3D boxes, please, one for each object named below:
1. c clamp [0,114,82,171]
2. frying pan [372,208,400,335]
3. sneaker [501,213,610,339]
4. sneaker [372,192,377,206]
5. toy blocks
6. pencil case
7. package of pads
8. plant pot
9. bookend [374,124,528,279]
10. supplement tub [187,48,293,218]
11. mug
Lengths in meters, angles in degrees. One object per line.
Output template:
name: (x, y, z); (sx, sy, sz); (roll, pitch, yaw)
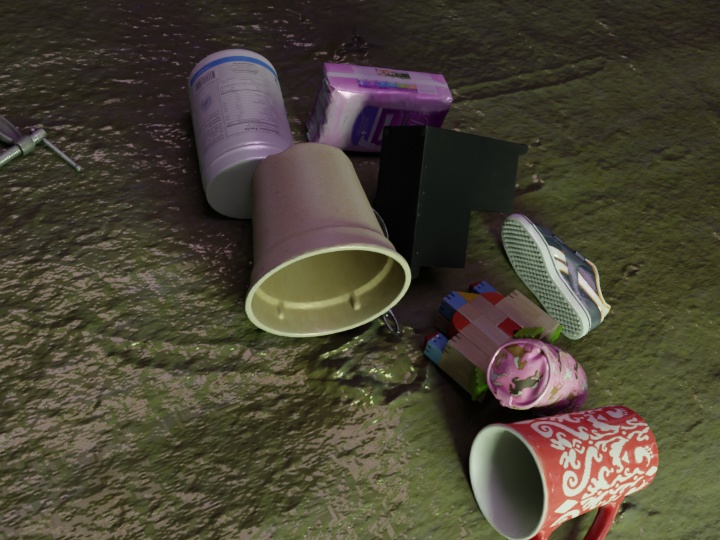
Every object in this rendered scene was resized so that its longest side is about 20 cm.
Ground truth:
c clamp: (-0.480, -0.140, 1.060); (0.171, 0.027, 0.200); (41, 51, 9)
frying pan: (0.010, -0.014, 1.139); (0.190, 0.031, 0.115); (38, 85, 10)
sneaker: (0.283, -0.001, 1.243); (0.079, 0.078, 0.201); (-25, 79, -29)
sneaker: (0.106, -0.128, 1.265); (0.090, 0.070, 0.200); (43, 50, 14)
toy blocks: (0.160, 0.079, 1.135); (0.137, 0.100, 0.200); (40, 50, 24)
pencil case: (0.219, 0.134, 1.049); (0.200, 0.082, 0.087); (27, 56, -61)
package of pads: (0.025, -0.237, 1.278); (0.199, 0.121, 0.076); (0, 50, -22)
plant pot: (-0.057, -0.047, 1.052); (0.199, 0.201, 0.184); (-1, 57, -23)
bookend: (0.124, -0.090, 1.194); (0.199, 0.092, 0.200); (2, 96, -38)
supplement tub: (-0.159, -0.186, 1.158); (0.131, 0.132, 0.201); (-1, 57, -23)
mug: (0.246, 0.252, 1.036); (0.199, 0.179, 0.133); (-7, 22, -31)
